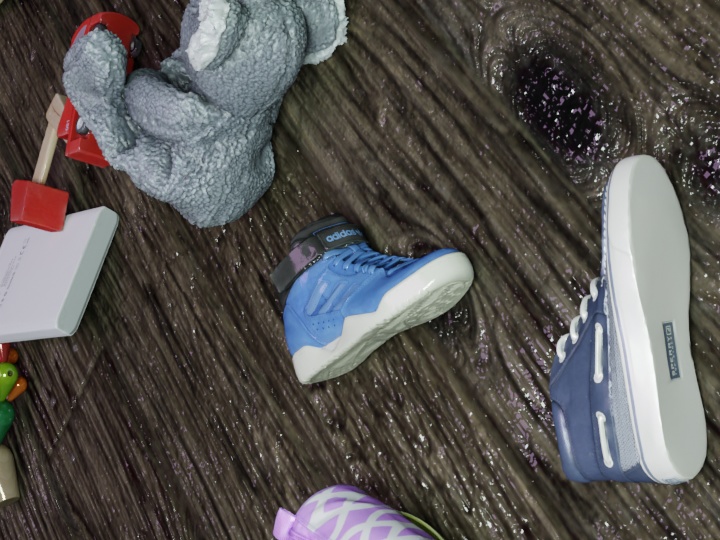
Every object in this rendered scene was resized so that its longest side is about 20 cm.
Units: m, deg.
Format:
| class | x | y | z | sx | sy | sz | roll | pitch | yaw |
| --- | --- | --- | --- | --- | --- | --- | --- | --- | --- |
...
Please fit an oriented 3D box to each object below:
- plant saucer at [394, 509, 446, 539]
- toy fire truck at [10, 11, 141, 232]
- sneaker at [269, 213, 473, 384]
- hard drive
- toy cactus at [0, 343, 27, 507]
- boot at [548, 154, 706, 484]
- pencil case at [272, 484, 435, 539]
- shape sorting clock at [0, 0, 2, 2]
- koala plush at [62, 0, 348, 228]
| class | x | y | z | sx | sy | sz | roll | pitch | yaw |
| --- | --- | --- | --- | --- | --- | --- | --- | --- | --- |
| plant saucer | 0.033 | 0.277 | 1.091 | 0.199 | 0.031 | 0.203 | -4 | 85 | 50 |
| toy fire truck | -0.282 | -0.146 | 1.469 | 0.140 | 0.048 | 0.202 | -9 | 70 | 51 |
| sneaker | -0.001 | 0.000 | 1.117 | 0.200 | 0.076 | 0.112 | -37 | 69 | 50 |
| hard drive | -0.327 | 0.008 | 1.513 | 0.199 | 0.026 | 0.133 | -7 | 58 | 49 |
| toy cactus | -0.414 | 0.174 | 1.602 | 0.199 | 0.102 | 0.166 | -35 | 71 | 32 |
| boot | 0.155 | 0.034 | 0.929 | 0.090 | 0.072 | 0.202 | -11 | 80 | 43 |
| pencil case | 0.027 | 0.219 | 1.014 | 0.199 | 0.085 | 0.085 | 25 | 108 | 49 |
| shape sorting clock | -0.417 | -0.390 | 1.677 | 0.199 | 0.039 | 0.203 | -5 | 84 | 50 |
| koala plush | -0.108 | -0.158 | 1.202 | 0.200 | 0.176 | 0.185 | -44 | 67 | 38 |
